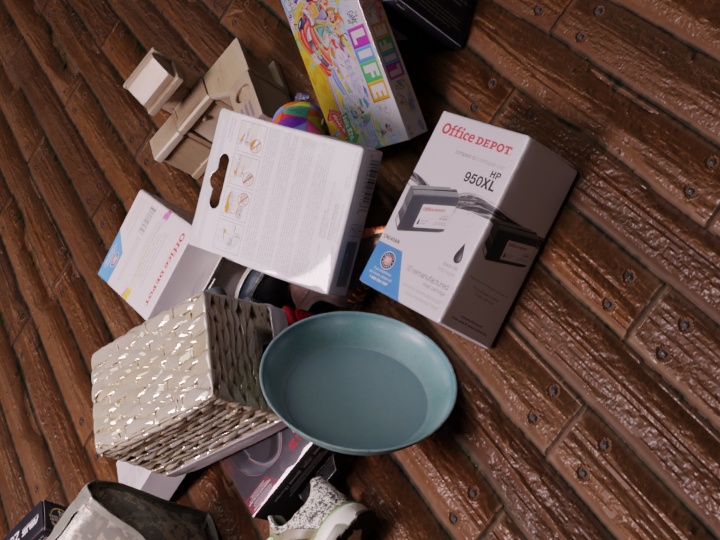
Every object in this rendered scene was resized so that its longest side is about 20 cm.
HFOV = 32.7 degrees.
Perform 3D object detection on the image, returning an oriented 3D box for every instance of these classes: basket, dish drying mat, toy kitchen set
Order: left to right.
[{"bbox_3d":[-0.180,0.119,1.296,0.199,0.123,0.137,-27,58,30],"label":"basket"},{"bbox_3d":[-0.212,-0.194,1.629,0.200,0.162,0.181,-45,42,22],"label":"toy kitchen set"},{"bbox_3d":[-0.024,0.107,1.309,0.018,0.076,0.200,-52,39,15],"label":"dish drying mat"}]

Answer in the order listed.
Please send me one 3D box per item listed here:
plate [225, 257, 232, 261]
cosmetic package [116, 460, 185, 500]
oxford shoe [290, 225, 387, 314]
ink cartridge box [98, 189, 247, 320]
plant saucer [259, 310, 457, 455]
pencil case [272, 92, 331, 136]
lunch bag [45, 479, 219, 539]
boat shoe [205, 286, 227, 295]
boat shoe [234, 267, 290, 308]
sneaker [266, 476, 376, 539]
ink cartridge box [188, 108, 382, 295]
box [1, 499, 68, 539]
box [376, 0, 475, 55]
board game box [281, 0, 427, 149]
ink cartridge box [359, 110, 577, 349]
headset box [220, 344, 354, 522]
[{"bbox_3d":[-0.074,-0.060,1.447,0.198,0.026,0.201,-18,30,10],"label":"plate"},{"bbox_3d":[-0.235,0.213,1.478,0.201,0.050,0.083,-54,35,37],"label":"cosmetic package"},{"bbox_3d":[0.000,0.000,1.368,0.199,0.071,0.074,-24,75,41],"label":"oxford shoe"},{"bbox_3d":[-0.222,0.003,1.559,0.200,0.125,0.130,33,95,52],"label":"ink cartridge box"},{"bbox_3d":[-0.003,0.118,1.223,0.201,0.197,0.036,-119,28,-46],"label":"plant saucer"},{"bbox_3d":[-0.074,-0.131,1.454,0.088,0.088,0.201,-41,23,26],"label":"pencil case"},{"bbox_3d":[-0.270,0.335,1.367,0.165,0.199,0.118,-52,39,12],"label":"lunch bag"},{"bbox_3d":[-0.210,0.083,1.448,0.199,0.072,0.063,-35,60,42],"label":"boat shoe"},{"bbox_3d":[-0.123,0.071,1.448,0.062,0.074,0.202,29,94,53],"label":"boat shoe"},{"bbox_3d":[-0.071,0.293,1.250,0.200,0.077,0.089,-49,57,6],"label":"sneaker"},{"bbox_3d":[-0.084,-0.076,1.344,0.198,0.050,0.164,19,98,32],"label":"ink cartridge box"},{"bbox_3d":[-0.377,0.372,1.500,0.200,0.160,0.049,-43,42,23],"label":"box"},{"bbox_3d":[0.045,-0.375,1.470,0.199,0.123,0.201,4,72,49],"label":"box"},{"bbox_3d":[-0.009,-0.239,1.413,0.134,0.034,0.202,-9,105,53],"label":"board game box"},{"bbox_3d":[0.107,-0.045,1.240,0.144,0.084,0.202,26,90,52],"label":"ink cartridge box"},{"bbox_3d":[-0.083,0.165,1.330,0.149,0.075,0.200,-51,48,14],"label":"headset box"}]
